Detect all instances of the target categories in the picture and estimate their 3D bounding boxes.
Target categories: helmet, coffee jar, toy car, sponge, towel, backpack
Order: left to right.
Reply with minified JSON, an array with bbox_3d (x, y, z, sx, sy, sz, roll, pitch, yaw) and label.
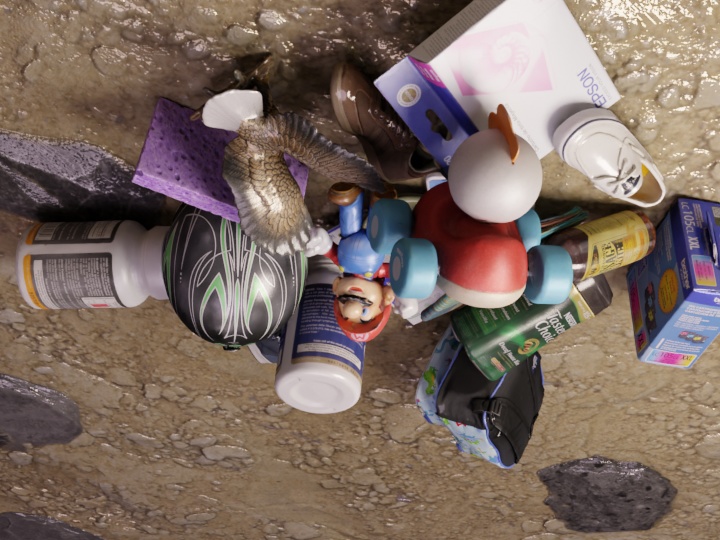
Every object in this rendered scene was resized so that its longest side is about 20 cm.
[{"bbox_3d":[-0.158,-0.116,1.377,0.199,0.112,0.030,21,144,-19],"label":"sponge"},{"bbox_3d":[-0.154,-0.010,1.463,0.199,0.201,0.191,10,156,-5],"label":"helmet"},{"bbox_3d":[0.126,-0.082,1.214,0.183,0.177,0.201,3,118,-17],"label":"toy car"},{"bbox_3d":[0.175,0.167,1.663,0.146,0.184,0.200,15,153,29],"label":"backpack"},{"bbox_3d":[0.174,-0.009,1.450,0.146,0.022,0.200,-18,162,-49],"label":"towel"},{"bbox_3d":[0.221,0.050,1.514,0.200,0.086,0.104,-34,138,9],"label":"coffee jar"}]

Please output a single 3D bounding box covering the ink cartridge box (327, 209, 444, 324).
[{"bbox_3d":[0.043,-0.013,1.536,0.099,0.039,0.200,-25,127,36],"label":"ink cartridge box"}]

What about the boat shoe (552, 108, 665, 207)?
[{"bbox_3d":[0.279,-0.114,1.290,0.071,0.070,0.200,-42,147,17],"label":"boat shoe"}]

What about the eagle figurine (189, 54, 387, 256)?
[{"bbox_3d":[-0.083,-0.130,1.300,0.201,0.151,0.152,59,158,2],"label":"eagle figurine"}]

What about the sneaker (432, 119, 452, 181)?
[{"bbox_3d":[0.123,-0.129,1.344,0.079,0.079,0.201,-5,131,7],"label":"sneaker"}]

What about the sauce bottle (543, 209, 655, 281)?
[{"bbox_3d":[0.261,-0.020,1.401,0.199,0.066,0.066,-19,155,-28],"label":"sauce bottle"}]

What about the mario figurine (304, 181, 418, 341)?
[{"bbox_3d":[0.000,0.000,1.397,0.106,0.123,0.201,-19,124,-31],"label":"mario figurine"}]

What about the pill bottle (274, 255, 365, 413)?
[{"bbox_3d":[-0.046,0.074,1.544,0.110,0.201,0.111,4,146,3],"label":"pill bottle"}]

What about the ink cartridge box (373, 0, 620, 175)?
[{"bbox_3d":[0.146,-0.186,1.221,0.200,0.043,0.196,-39,132,8],"label":"ink cartridge box"}]

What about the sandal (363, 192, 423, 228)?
[{"bbox_3d":[0.094,-0.047,1.439,0.200,0.057,0.080,0,125,3],"label":"sandal"}]

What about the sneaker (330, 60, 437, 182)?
[{"bbox_3d":[0.030,-0.168,1.313,0.075,0.071,0.200,-3,153,21],"label":"sneaker"}]

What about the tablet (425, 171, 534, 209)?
[{"bbox_3d":[0.155,-0.058,1.491,0.129,0.014,0.200,0,144,10],"label":"tablet"}]

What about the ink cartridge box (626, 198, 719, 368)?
[{"bbox_3d":[0.400,0.008,1.437,0.076,0.137,0.200,8,144,-10],"label":"ink cartridge box"}]

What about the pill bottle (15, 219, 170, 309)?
[{"bbox_3d":[-0.338,-0.008,1.550,0.199,0.117,0.117,-1,144,11],"label":"pill bottle"}]

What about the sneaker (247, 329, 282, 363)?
[{"bbox_3d":[-0.105,0.073,1.645,0.145,0.077,0.202,3,155,24],"label":"sneaker"}]
